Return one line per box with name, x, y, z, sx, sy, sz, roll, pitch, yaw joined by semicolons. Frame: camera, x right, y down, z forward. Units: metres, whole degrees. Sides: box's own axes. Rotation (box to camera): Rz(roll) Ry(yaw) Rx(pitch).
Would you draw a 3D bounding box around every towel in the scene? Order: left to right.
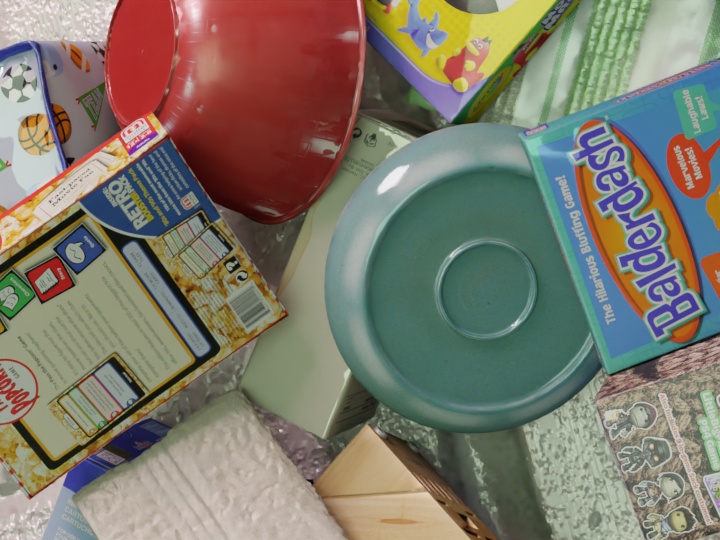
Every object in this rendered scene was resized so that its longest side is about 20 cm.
towel;-0.074;0.180;1.185;0.132;0.035;0.200;-33;65;-12
towel;0.139;-0.147;1.210;0.199;0.031;0.150;19;97;20

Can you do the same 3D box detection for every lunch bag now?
lunch bag;-0.198;-0.043;1.283;0.123;0.170;0.202;-17;91;22

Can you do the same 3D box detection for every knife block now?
knife block;-0.009;0.198;1.236;0.176;0.064;0.200;-50;56;8

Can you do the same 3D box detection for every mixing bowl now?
mixing bowl;-0.094;-0.132;1.222;0.200;0.108;0.202;-7;82;56

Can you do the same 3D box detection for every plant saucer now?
plant saucer;0.077;0.010;1.197;0.198;0.027;0.202;-2;104;-7

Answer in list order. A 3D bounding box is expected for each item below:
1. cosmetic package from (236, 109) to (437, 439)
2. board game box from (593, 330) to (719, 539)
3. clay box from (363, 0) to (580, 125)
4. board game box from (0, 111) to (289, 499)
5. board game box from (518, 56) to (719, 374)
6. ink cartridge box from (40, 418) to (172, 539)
cosmetic package;0.000;0.000;1.260;0.073;0.103;0.201;26;100;15
board game box;0.257;0.073;1.150;0.199;0.159;0.098;-20;96;17
clay box;0.088;-0.202;1.189;0.115;0.048;0.200;45;106;15
board game box;-0.165;0.023;1.172;0.199;0.046;0.152;-35;121;-4
board game box;0.213;-0.045;1.150;0.199;0.045;0.153;-21;99;4
ink cartridge box;-0.161;0.185;1.308;0.076;0.136;0.201;23;101;12
